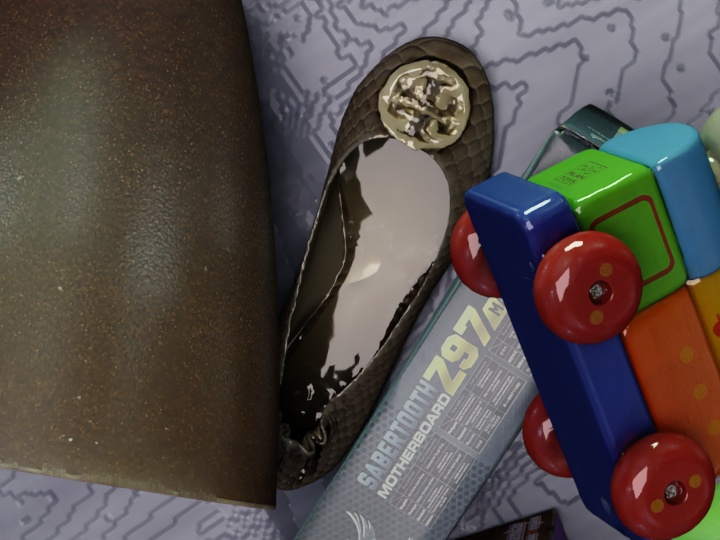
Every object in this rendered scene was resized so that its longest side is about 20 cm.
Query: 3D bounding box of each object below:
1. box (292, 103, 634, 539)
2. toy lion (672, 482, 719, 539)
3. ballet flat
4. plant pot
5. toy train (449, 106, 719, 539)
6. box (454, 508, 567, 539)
[{"bbox_3d":[0.047,0.034,0.779,0.051,0.158,0.200,32,102,4],"label":"box"},{"bbox_3d":[0.178,0.116,0.764,0.069,0.200,0.192,23,104,48],"label":"toy lion"},{"bbox_3d":[0.000,0.000,0.838,0.067,0.046,0.200,25,101,4],"label":"ballet flat"},{"bbox_3d":[-0.108,-0.020,0.799,0.187,0.187,0.200,9,84,8],"label":"plant pot"},{"bbox_3d":[0.119,0.045,0.670,0.116,0.085,0.200,-27,109,-12],"label":"toy train"},{"bbox_3d":[0.012,0.154,0.778,0.137,0.200,0.039,-19,97,11],"label":"box"}]
